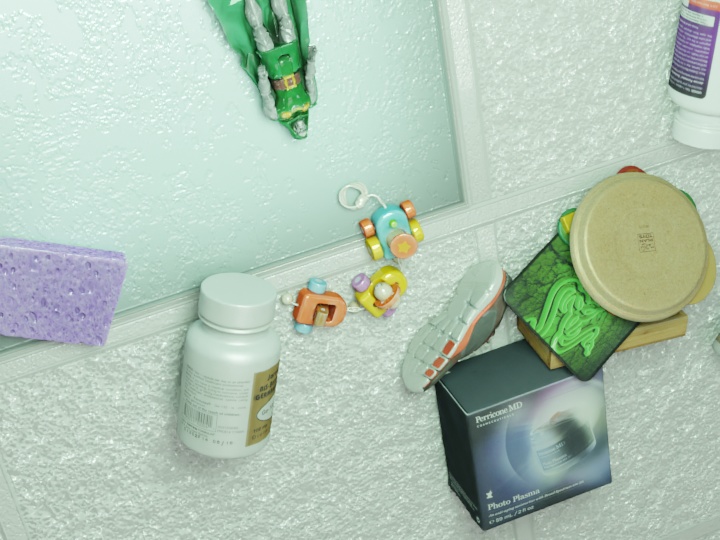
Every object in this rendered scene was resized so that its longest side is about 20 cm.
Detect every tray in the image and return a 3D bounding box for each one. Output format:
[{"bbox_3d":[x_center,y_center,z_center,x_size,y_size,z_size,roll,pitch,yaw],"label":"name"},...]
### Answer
[{"bbox_3d":[0.318,0.069,1.683,0.200,0.099,0.037,-13,125,-16],"label":"tray"}]

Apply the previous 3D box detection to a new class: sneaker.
[{"bbox_3d":[0.136,0.085,1.635,0.082,0.077,0.200,32,101,-38],"label":"sneaker"}]

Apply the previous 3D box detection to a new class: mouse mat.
[{"bbox_3d":[0.295,0.021,1.630,0.161,0.008,0.200,46,74,-4],"label":"mouse mat"}]

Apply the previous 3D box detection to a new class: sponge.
[{"bbox_3d":[-0.369,0.021,1.420,0.200,0.030,0.112,8,112,-26],"label":"sponge"}]

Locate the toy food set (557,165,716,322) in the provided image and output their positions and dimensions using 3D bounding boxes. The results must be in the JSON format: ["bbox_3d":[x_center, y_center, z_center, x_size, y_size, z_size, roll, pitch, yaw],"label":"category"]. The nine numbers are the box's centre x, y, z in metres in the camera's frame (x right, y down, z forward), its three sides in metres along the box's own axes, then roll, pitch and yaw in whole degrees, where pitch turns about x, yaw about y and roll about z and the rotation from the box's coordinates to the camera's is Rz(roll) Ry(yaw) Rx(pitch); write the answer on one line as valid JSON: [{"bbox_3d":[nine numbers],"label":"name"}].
[{"bbox_3d":[0.355,-0.033,1.626,0.200,0.049,0.198,-22,87,-17],"label":"toy food set"}]

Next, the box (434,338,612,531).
[{"bbox_3d":[0.217,0.210,1.701,0.200,0.123,0.199,-18,119,-13],"label":"box"}]

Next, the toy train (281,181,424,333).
[{"bbox_3d":[0.000,0.000,1.545,0.150,0.056,0.200,13,110,-28],"label":"toy train"}]

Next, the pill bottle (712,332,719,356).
[{"bbox_3d":[0.593,0.057,1.783,0.111,0.111,0.200,25,104,-30],"label":"pill bottle"}]

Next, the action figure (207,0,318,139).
[{"bbox_3d":[-0.087,-0.232,1.396,0.118,0.055,0.200,-24,126,-13],"label":"action figure"}]

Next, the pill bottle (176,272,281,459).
[{"bbox_3d":[-0.153,0.111,1.503,0.114,0.114,0.200,-1,116,-22],"label":"pill bottle"}]

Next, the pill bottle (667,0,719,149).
[{"bbox_3d":[0.439,-0.256,1.562,0.111,0.111,0.200,-6,117,-20],"label":"pill bottle"}]
